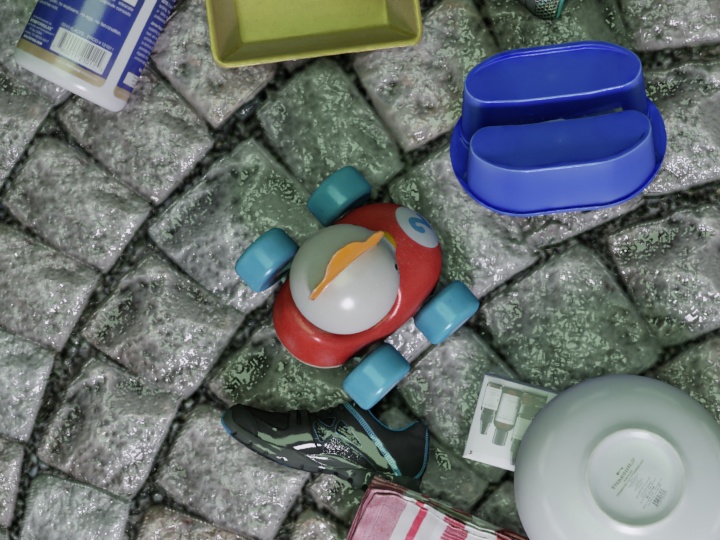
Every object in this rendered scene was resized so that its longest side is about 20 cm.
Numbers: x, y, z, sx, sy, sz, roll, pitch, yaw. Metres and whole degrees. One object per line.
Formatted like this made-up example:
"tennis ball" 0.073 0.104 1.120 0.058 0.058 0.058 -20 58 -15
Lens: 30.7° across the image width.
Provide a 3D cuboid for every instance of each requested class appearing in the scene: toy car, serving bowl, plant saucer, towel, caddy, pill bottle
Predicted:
"toy car" 0.000 0.000 1.159 0.177 0.200 0.184 -41 83 -10
"serving bowl" 0.236 0.184 1.145 0.200 0.066 0.200 -1 75 2
"plant saucer" -0.053 -0.296 1.248 0.200 0.048 0.200 -8 88 -5
"towel" 0.081 0.283 1.212 0.200 0.023 0.144 21 122 5
"caddy" 0.180 -0.125 1.203 0.200 0.105 0.141 -6 66 7
"pill bottle" -0.237 -0.263 1.247 0.116 0.116 0.200 27 92 7

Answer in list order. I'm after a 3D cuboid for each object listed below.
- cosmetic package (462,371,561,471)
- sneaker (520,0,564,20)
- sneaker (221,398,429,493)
"cosmetic package" 0.202 0.160 1.219 0.200 0.051 0.083 15 91 7
"sneaker" 0.224 -0.307 1.225 0.200 0.078 0.091 -32 101 9
"sneaker" -0.032 0.156 1.243 0.200 0.073 0.082 18 82 -2
